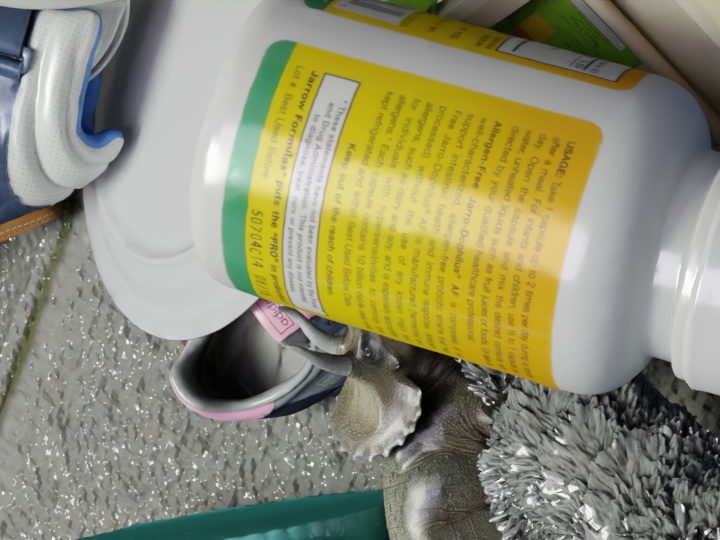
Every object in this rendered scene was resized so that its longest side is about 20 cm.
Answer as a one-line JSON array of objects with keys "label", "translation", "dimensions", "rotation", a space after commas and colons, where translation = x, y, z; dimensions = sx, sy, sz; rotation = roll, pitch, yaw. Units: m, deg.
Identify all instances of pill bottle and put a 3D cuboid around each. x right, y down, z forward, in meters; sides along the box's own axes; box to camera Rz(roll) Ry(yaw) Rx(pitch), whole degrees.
[{"label": "pill bottle", "translation": [0.052, -0.022, 0.947], "dimensions": [0.200, 0.113, 0.113], "rotation": [16, 110, 16]}]

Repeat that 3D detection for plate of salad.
[{"label": "plate of salad", "translation": [-0.055, -0.068, 1.140], "dimensions": [0.200, 0.048, 0.200], "rotation": [-21, 63, 49]}]

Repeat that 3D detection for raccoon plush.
[{"label": "raccoon plush", "translation": [0.077, 0.068, 0.975], "dimensions": [0.200, 0.134, 0.097], "rotation": [37, 85, 0]}]

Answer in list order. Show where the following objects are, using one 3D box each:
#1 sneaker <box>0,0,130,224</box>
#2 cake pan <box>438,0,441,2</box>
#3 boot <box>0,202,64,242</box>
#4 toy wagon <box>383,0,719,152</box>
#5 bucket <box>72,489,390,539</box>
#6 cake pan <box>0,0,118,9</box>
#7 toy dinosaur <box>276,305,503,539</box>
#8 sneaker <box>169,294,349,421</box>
[{"label": "sneaker", "translation": [-0.172, -0.117, 1.153], "dimensions": [0.146, 0.081, 0.200], "rotation": [-15, 94, 4]}, {"label": "cake pan", "translation": [0.087, -0.161, 1.033], "dimensions": [0.200, 0.037, 0.201], "rotation": [9, 106, 34]}, {"label": "boot", "translation": [-0.176, -0.090, 1.228], "dimensions": [0.200, 0.077, 0.155], "rotation": [-29, 91, 26]}, {"label": "toy wagon", "translation": [0.071, -0.053, 1.019], "dimensions": [0.155, 0.040, 0.200], "rotation": [46, 134, -12]}, {"label": "bucket", "translation": [-0.058, 0.171, 1.128], "dimensions": [0.207, 0.207, 0.135], "rotation": [-10, 90, 37]}, {"label": "cake pan", "translation": [-0.093, -0.167, 1.087], "dimensions": [0.200, 0.200, 0.037], "rotation": [11, 135, 33]}, {"label": "toy dinosaur", "translation": [0.048, 0.090, 1.077], "dimensions": [0.102, 0.077, 0.200], "rotation": [-21, 91, -4]}, {"label": "sneaker", "translation": [0.000, 0.000, 1.114], "dimensions": [0.070, 0.082, 0.200], "rotation": [52, 124, 14]}]
